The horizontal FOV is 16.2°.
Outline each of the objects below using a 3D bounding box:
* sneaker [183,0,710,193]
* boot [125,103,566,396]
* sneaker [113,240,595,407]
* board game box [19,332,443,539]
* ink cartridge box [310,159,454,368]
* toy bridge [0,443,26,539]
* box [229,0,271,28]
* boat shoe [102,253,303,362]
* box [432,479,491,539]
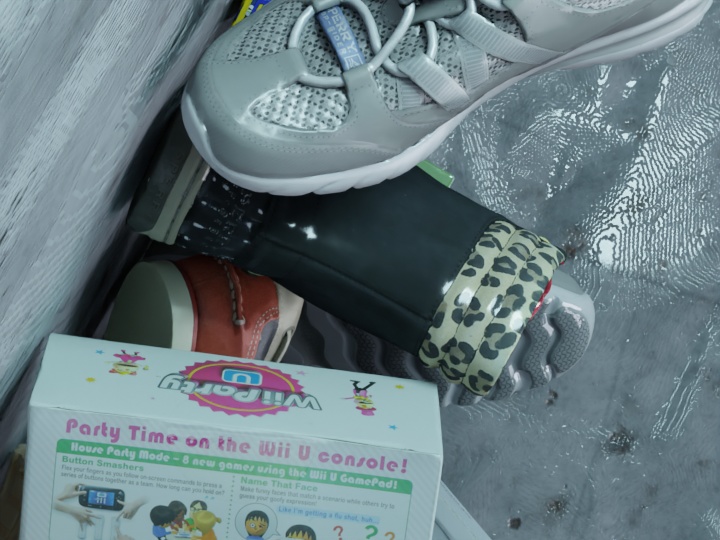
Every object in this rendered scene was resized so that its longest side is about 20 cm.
[{"bbox_3d":[0.030,-0.095,0.847,0.199,0.075,0.082,-26,157,-13],"label":"sneaker"},{"bbox_3d":[0.004,-0.025,0.980,0.074,0.153,0.204,-63,177,20],"label":"boot"},{"bbox_3d":[0.000,0.000,1.052,0.075,0.198,0.082,88,12,-46],"label":"sneaker"},{"bbox_3d":[-0.054,0.134,0.923,0.064,0.146,0.201,-87,-175,-67],"label":"board game box"},{"bbox_3d":[-0.046,0.018,1.134,0.201,0.103,0.059,-61,180,-4],"label":"ink cartridge box"},{"bbox_3d":[-0.153,0.163,1.019,0.067,0.027,0.201,-9,123,-49],"label":"toy bridge"},{"bbox_3d":[0.007,-0.117,1.008,0.065,0.070,0.200,-62,179,12],"label":"box"},{"bbox_3d":[-0.082,0.064,1.033,0.062,0.071,0.200,-7,144,-31],"label":"boat shoe"},{"bbox_3d":[-0.028,0.170,1.042,0.200,0.156,0.041,-45,148,5],"label":"box"}]
